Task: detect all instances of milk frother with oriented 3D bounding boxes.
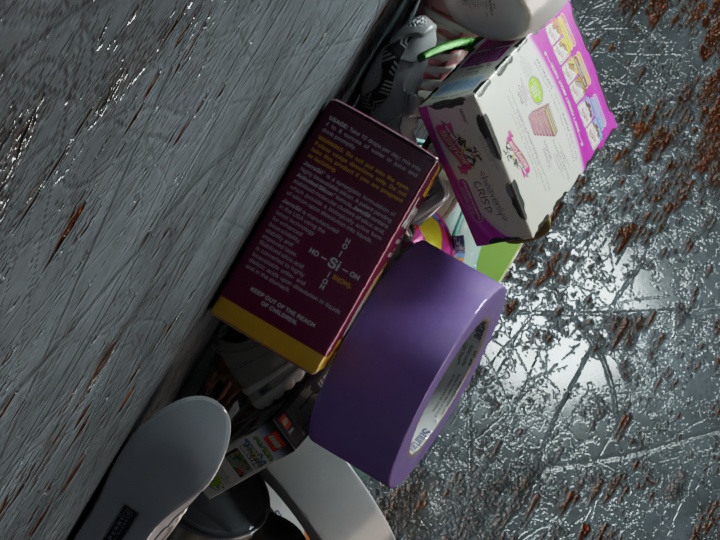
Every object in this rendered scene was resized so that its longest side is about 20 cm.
[{"bbox_3d":[-0.151,0.243,1.953,0.201,0.179,0.189,-102,-148,-44],"label":"milk frother"}]

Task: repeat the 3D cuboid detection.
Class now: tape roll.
[{"bbox_3d":[-0.049,0.218,1.944,0.066,0.201,0.200,-37,172,-13],"label":"tape roll"},{"bbox_3d":[0.042,0.081,1.727,0.201,0.085,0.200,-57,168,-19],"label":"tape roll"}]

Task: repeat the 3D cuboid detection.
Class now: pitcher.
[{"bbox_3d":[0.145,-0.280,1.701,0.172,0.120,0.201,70,38,-53],"label":"pitcher"}]

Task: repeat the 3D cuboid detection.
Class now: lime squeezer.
[{"bbox_3d":[0.118,-0.184,1.780,0.038,0.199,0.071,-2,-107,47],"label":"lime squeezer"}]

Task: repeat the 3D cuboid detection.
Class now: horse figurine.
[{"bbox_3d":[-0.115,0.099,1.912,0.133,0.050,0.200,-54,175,4],"label":"horse figurine"}]

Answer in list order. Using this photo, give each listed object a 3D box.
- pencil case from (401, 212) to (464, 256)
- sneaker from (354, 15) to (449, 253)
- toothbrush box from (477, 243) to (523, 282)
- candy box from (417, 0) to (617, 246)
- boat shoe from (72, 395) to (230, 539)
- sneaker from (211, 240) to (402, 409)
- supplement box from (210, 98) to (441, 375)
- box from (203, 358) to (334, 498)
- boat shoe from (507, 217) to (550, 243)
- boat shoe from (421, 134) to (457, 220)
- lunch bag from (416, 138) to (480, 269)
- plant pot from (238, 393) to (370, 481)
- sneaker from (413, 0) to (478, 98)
[{"bbox_3d":[0.000,0.000,1.867,0.199,0.089,0.088,-29,-165,32],"label":"pencil case"},{"bbox_3d":[0.041,-0.116,1.760,0.201,0.114,0.075,-60,178,5],"label":"sneaker"},{"bbox_3d":[0.074,-0.057,2.111,0.086,0.199,0.146,-58,178,-3],"label":"toothbrush box"},{"bbox_3d":[0.137,-0.130,1.702,0.061,0.137,0.200,-9,-155,35],"label":"candy box"},{"bbox_3d":[-0.175,0.181,1.570,0.200,0.073,0.065,-50,-179,-4],"label":"boat shoe"},{"bbox_3d":[-0.045,0.029,1.731,0.200,0.082,0.075,-45,-172,7],"label":"sneaker"},{"bbox_3d":[-0.025,-0.026,1.633,0.201,0.103,0.131,-60,176,2],"label":"supplement box"},{"bbox_3d":[-0.068,0.123,1.796,0.110,0.035,0.200,-31,-171,32],"label":"box"},{"bbox_3d":[0.122,-0.101,1.821,0.201,0.071,0.066,57,18,-50],"label":"boat shoe"},{"bbox_3d":[0.090,-0.133,1.872,0.201,0.072,0.063,-57,-149,19],"label":"boat shoe"},{"bbox_3d":[0.034,-0.031,1.966,0.077,0.160,0.201,35,74,-64],"label":"lunch bag"},{"bbox_3d":[-0.047,0.109,2.084,0.201,0.199,0.134,-59,150,-14],"label":"plant pot"},{"bbox_3d":[0.071,-0.200,1.832,0.105,0.075,0.200,-64,-177,-16],"label":"sneaker"}]
